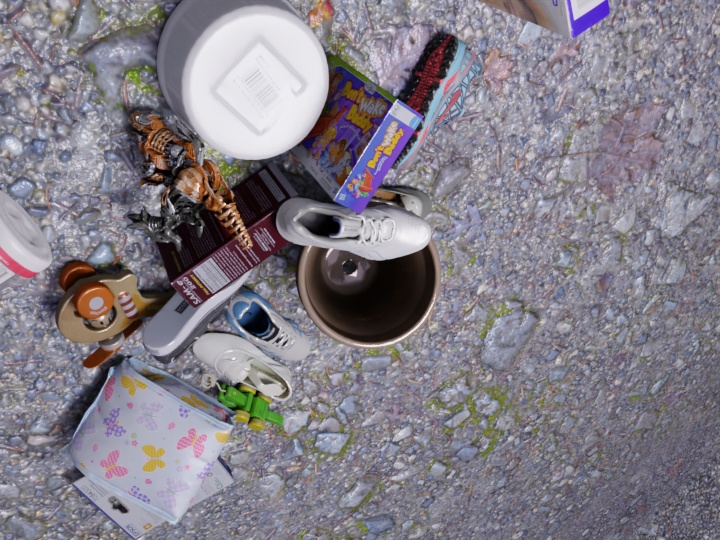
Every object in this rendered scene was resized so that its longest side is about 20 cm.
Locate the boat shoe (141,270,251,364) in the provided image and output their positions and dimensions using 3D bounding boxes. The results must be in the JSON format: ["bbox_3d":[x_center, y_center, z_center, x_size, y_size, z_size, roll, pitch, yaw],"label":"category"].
[{"bbox_3d":[-0.222,0.052,0.909,0.200,0.070,0.066,-54,159,-29],"label":"boat shoe"}]

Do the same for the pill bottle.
[{"bbox_3d":[-0.472,0.003,0.733,0.199,0.111,0.111,-34,132,-5],"label":"pill bottle"}]

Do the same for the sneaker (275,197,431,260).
[{"bbox_3d":[-0.004,-0.048,0.799,0.198,0.087,0.075,3,97,-12],"label":"sneaker"}]

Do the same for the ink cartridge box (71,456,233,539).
[{"bbox_3d":[-0.346,0.346,1.088,0.199,0.043,0.197,-27,130,-7],"label":"ink cartridge box"}]

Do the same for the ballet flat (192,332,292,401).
[{"bbox_3d":[-0.180,0.160,1.037,0.069,0.069,0.200,-47,131,7],"label":"ballet flat"}]

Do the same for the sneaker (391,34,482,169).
[{"bbox_3d":[0.110,-0.227,0.926,0.095,0.079,0.201,17,112,-39],"label":"sneaker"}]

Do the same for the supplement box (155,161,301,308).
[{"bbox_3d":[-0.170,-0.051,0.868,0.199,0.109,0.061,-35,132,-3],"label":"supplement box"}]

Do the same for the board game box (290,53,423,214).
[{"bbox_3d":[-0.019,-0.178,0.805,0.045,0.200,0.135,23,108,-37],"label":"board game box"}]

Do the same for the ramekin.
[{"bbox_3d":[-0.135,-0.232,0.770,0.199,0.098,0.202,-15,127,-20],"label":"ramekin"}]

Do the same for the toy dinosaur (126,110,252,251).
[{"bbox_3d":[-0.214,-0.099,0.778,0.102,0.201,0.136,-11,151,-48],"label":"toy dinosaur"}]

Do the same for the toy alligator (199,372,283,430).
[{"bbox_3d":[-0.209,0.219,1.073,0.054,0.060,0.200,-14,141,34],"label":"toy alligator"}]

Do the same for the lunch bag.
[{"bbox_3d":[-0.311,0.244,0.960,0.199,0.127,0.170,30,85,-8],"label":"lunch bag"}]

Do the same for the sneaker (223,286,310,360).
[{"bbox_3d":[-0.144,0.097,1.010,0.072,0.073,0.200,-44,133,2],"label":"sneaker"}]

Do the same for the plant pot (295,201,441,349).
[{"bbox_3d":[0.000,0.000,0.936,0.199,0.175,0.202,-1,96,-10],"label":"plant pot"}]

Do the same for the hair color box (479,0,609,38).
[{"bbox_3d":[0.213,-0.376,0.799,0.065,0.200,0.110,-33,132,-3],"label":"hair color box"}]

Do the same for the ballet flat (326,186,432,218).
[{"bbox_3d":[0.040,-0.095,0.987,0.199,0.064,0.068,8,116,-33],"label":"ballet flat"}]

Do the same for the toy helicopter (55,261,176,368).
[{"bbox_3d":[-0.316,0.060,0.889,0.199,0.079,0.133,-4,118,-42],"label":"toy helicopter"}]
